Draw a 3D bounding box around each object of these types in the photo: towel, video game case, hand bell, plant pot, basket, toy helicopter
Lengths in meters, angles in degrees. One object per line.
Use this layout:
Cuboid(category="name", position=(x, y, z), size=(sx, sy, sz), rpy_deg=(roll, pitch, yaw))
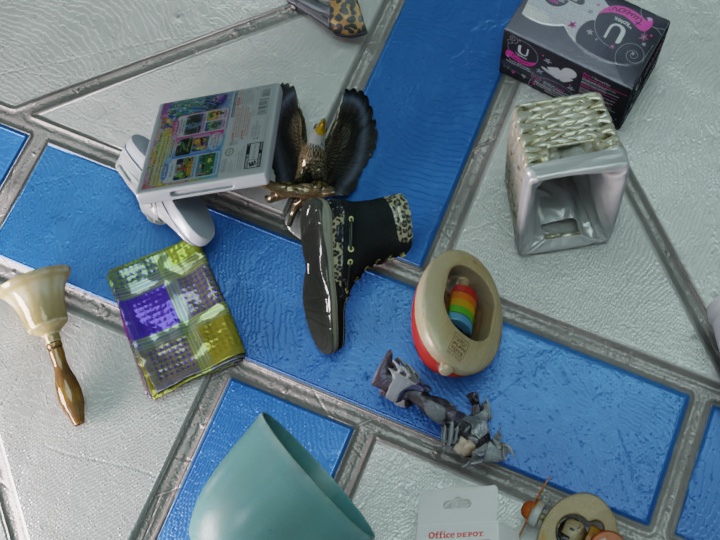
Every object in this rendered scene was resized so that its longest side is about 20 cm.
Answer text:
Cuboid(category="towel", position=(-0.248, 0.060, 1.628), size=(0.142, 0.023, 0.202), rpy_deg=(-21, 69, -6))
Cuboid(category="video game case", position=(-0.200, -0.173, 1.637), size=(0.179, 0.024, 0.202), rpy_deg=(-8, 43, 11))
Cuboid(category="hand bell", position=(-0.397, 0.105, 1.593), size=(0.103, 0.104, 0.203), rpy_deg=(-20, 81, -7))
Cuboid(category="plant pot", position=(-0.106, 0.297, 1.444), size=(0.161, 0.201, 0.201), rpy_deg=(-43, 73, -1))
Cuboid(category="basket", position=(0.264, -0.127, 1.598), size=(0.133, 0.201, 0.125), rpy_deg=(-9, 63, -2))
Cuboid(category="toy helicopter", position=(0.219, 0.343, 1.477), size=(0.199, 0.079, 0.133), rpy_deg=(-37, 77, 0))

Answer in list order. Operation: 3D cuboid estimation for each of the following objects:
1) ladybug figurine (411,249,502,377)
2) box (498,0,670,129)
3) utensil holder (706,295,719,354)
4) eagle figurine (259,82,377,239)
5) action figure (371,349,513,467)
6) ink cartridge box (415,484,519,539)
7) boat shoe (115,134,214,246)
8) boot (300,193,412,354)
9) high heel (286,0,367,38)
Cuboid(category="ladybug figurine", position=(0.118, 0.062, 1.565), size=(0.135, 0.072, 0.201), rpy_deg=(39, 41, -16))
Cuboid(category="box", position=(0.314, -0.318, 1.715), size=(0.198, 0.115, 0.133), rpy_deg=(29, 72, 12))
Cuboid(category="utensil holder", position=(0.536, 0.124, 1.505), size=(0.167, 0.170, 0.203), rpy_deg=(-9, 69, -2))
Cuboid(category="eagle figurine", position=(-0.064, -0.161, 1.674), size=(0.151, 0.150, 0.201), rpy_deg=(41, 33, -24))
Cuboid(category="action figure", position=(0.108, 0.179, 1.524), size=(0.199, 0.130, 0.070), rpy_deg=(32, 100, 18))
Cuboid(category="ink cartridge box", position=(0.127, 0.365, 1.448), size=(0.116, 0.067, 0.203), rpy_deg=(-10, 65, 31))
Cuboid(category="boat shoe", position=(-0.270, -0.097, 1.673), size=(0.066, 0.073, 0.201), rpy_deg=(-48, 60, 22))
Cuboid(category="boot", position=(0.001, -0.001, 1.611), size=(0.152, 0.073, 0.207), rpy_deg=(-10, 101, -33))
Cuboid(category="high heel", position=(-0.002, -0.443, 1.792), size=(0.142, 0.071, 0.201), rpy_deg=(34, 89, 21))
